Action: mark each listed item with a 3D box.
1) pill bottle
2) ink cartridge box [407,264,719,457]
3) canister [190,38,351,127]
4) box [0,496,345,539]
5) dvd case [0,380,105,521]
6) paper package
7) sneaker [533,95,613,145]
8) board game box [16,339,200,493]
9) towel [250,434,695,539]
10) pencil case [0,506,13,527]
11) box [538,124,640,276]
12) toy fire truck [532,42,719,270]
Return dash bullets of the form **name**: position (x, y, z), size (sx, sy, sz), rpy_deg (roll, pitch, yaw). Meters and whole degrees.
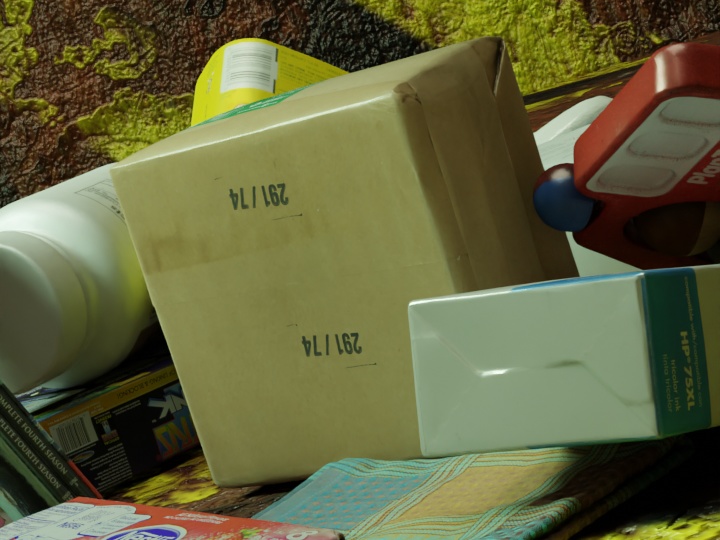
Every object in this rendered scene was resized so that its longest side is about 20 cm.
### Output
- **pill bottle**: position (-0.170, 0.007, 1.424), size (0.114, 0.115, 0.200), rpy_deg (-14, 7, 22)
- **ink cartridge box**: position (0.124, 0.034, 1.027), size (0.116, 0.067, 0.200), rpy_deg (-8, -2, 37)
- **canister**: position (-0.038, -0.037, 1.451), size (0.087, 0.148, 0.200), rpy_deg (-54, 22, 38)
- **box**: position (-0.078, 0.133, 0.733), size (0.100, 0.096, 0.200), rpy_deg (-21, 8, -28)
- **dvd case**: position (-0.191, 0.066, 1.160), size (0.022, 0.200, 0.146), rpy_deg (-43, 16, -18)
- **paper package**: position (0.000, 0.000, 1.205), size (0.200, 0.191, 0.103), rpy_deg (-13, 8, 40)
- **sneaker**: position (0.077, -0.046, 1.502), size (0.200, 0.075, 0.088), rpy_deg (-43, 46, -4)
- **board game box**: position (-0.157, 0.090, 1.449), size (0.200, 0.057, 0.165), rpy_deg (-23, 7, -41)
- **towel**: position (0.024, 0.103, 1.032), size (0.200, 0.022, 0.147), rpy_deg (-11, 10, 41)
- **pencil case**: position (-0.239, 0.062, 1.286), size (0.086, 0.200, 0.083), rpy_deg (-17, -3, -4)
- **box**: position (0.177, -0.033, 1.367), size (0.152, 0.107, 0.200), rpy_deg (-22, 9, -32)
- **toy fire truck**: position (0.175, -0.047, 1.133), size (0.168, 0.112, 0.200), rpy_deg (7, -22, -17)
